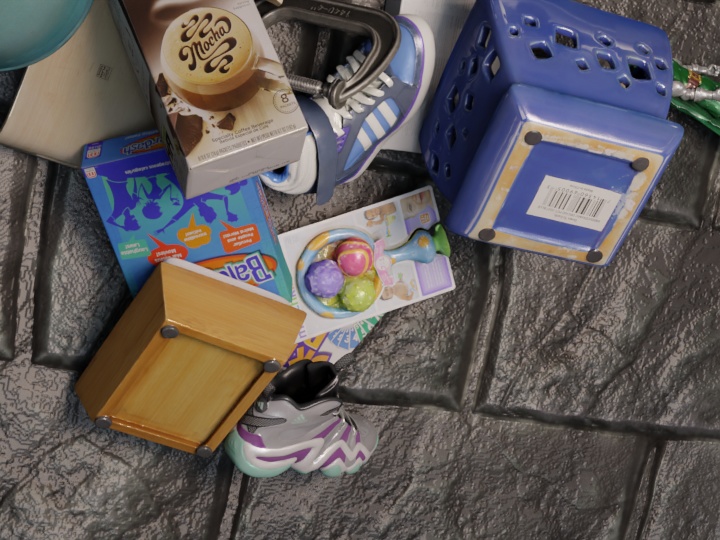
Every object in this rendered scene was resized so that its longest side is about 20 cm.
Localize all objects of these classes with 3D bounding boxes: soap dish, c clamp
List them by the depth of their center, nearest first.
[{"bbox_3d":[-0.066,-0.195,1.432,0.027,0.198,0.172,71,37,-49],"label":"c clamp"},{"bbox_3d":[-0.166,0.090,1.477,0.156,0.082,0.200,21,130,-24],"label":"soap dish"}]

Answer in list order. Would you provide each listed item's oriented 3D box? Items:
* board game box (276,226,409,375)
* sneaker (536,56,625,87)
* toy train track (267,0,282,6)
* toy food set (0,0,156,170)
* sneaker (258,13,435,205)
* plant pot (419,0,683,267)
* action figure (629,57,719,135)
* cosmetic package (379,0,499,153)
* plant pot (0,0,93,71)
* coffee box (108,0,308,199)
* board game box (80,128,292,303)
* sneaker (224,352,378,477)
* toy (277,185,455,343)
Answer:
[{"bbox_3d":[-0.048,0.057,1.587,0.095,0.030,0.200,42,91,-24],"label":"board game box"},{"bbox_3d":[0.218,-0.152,1.576,0.199,0.071,0.113,9,105,-44],"label":"sneaker"},{"bbox_3d":[-0.155,-0.305,1.425,0.199,0.032,0.116,25,75,-17],"label":"toy train track"},{"bbox_3d":[-0.249,-0.192,1.432,0.143,0.060,0.201,18,100,-35],"label":"toy food set"},{"bbox_3d":[-0.023,-0.154,1.451,0.146,0.081,0.201,-13,143,-53],"label":"sneaker"},{"bbox_3d":[0.180,-0.123,1.432,0.198,0.181,0.201,12,130,-15],"label":"plant pot"},{"bbox_3d":[0.368,-0.187,1.634,0.199,0.119,0.055,25,122,-13],"label":"action figure"},{"bbox_3d":[0.094,-0.217,1.545,0.149,0.052,0.202,6,103,-19],"label":"cosmetic package"},{"bbox_3d":[-0.331,-0.269,1.267,0.198,0.188,0.202,0,95,2],"label":"plant pot"},{"bbox_3d":[-0.137,-0.181,1.344,0.112,0.080,0.201,-20,76,-14],"label":"coffee box"},{"bbox_3d":[-0.161,-0.043,1.453,0.151,0.045,0.201,-13,126,6],"label":"board game box"},{"bbox_3d":[-0.032,0.137,1.542,0.199,0.078,0.141,-3,130,-49],"label":"sneaker"},{"bbox_3d":[0.000,0.000,1.548,0.198,0.047,0.116,-20,108,-15],"label":"toy"}]
